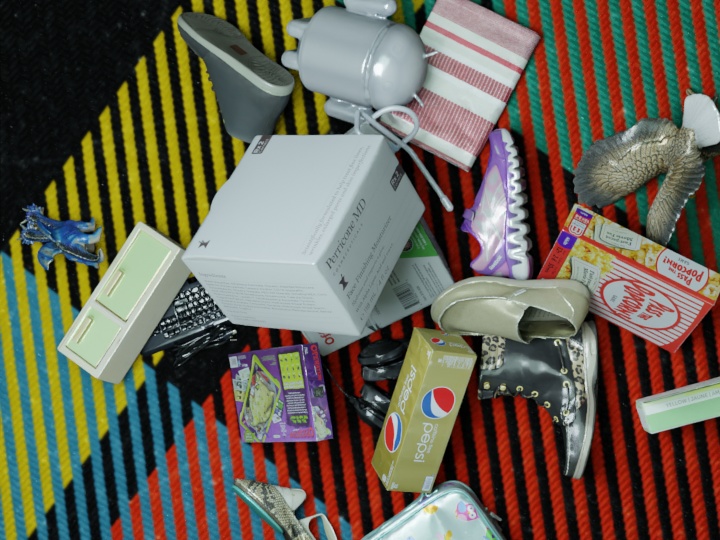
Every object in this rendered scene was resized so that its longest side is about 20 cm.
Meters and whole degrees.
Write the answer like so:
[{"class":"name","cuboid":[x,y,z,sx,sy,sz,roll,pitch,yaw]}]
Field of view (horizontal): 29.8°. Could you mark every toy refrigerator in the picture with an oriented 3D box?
[{"class":"toy refrigerator","cuboid":[-0.304,0.042,1.772,0.076,0.070,0.200,33,90,21]}]

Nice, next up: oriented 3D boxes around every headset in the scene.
[{"class":"headset","cuboid":[0.025,0.148,1.728,0.200,0.094,0.124,7,97,-7]}]

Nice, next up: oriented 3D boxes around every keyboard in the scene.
[{"class":"keyboard","cuboid":[-0.208,0.057,1.789,0.200,0.040,0.104,-22,86,7]}]

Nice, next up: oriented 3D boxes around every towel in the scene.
[{"class":"towel","cuboid":[0.126,-0.248,1.763,0.144,0.023,0.200,28,93,6]}]

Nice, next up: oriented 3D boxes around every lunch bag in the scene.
[{"class":"lunch bag","cuboid":[0.093,0.369,1.730,0.200,0.077,0.161,-35,84,5]}]

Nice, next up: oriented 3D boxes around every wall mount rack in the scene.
[{"class":"wall mount rack","cuboid":[0.014,-0.113,1.729,0.174,0.075,0.200,35,125,-31]}]

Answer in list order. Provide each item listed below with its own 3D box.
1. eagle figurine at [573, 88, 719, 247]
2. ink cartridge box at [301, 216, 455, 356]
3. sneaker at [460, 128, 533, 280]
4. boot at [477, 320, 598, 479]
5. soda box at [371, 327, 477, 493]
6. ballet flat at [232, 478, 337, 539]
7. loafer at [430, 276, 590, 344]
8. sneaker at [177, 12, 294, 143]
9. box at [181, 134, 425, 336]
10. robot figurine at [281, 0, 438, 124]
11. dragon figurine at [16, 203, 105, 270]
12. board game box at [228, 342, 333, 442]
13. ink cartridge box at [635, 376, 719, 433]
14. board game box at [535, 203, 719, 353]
[{"class":"eagle figurine","cuboid":[0.381,-0.121,1.681,0.200,0.152,0.151,-36,106,0]},{"class":"ink cartridge box","cuboid":[0.000,0.000,1.706,0.200,0.083,0.147,-26,130,6]},{"class":"sneaker","cuboid":[0.170,-0.080,1.730,0.088,0.080,0.201,-4,90,14]},{"class":"boot","cuboid":[0.224,0.159,1.719,0.150,0.073,0.200,4,86,6]},{"class":"soda box","cuboid":[0.077,0.174,1.686,0.064,0.068,0.200,9,111,-23]},{"class":"ballet flat","cuboid":[-0.082,0.335,1.764,0.075,0.068,0.200,-37,91,-17]},{"class":"loafer","cuboid":[0.185,0.052,1.680,0.200,0.068,0.076,-6,131,11]},{"class":"sneaker","cuboid":[-0.180,-0.251,1.774,0.200,0.075,0.106,42,127,24]},{"class":"box","cuboid":[-0.064,-0.045,1.580,0.200,0.131,0.199,4,53,36]},{"class":"robot figurine","cuboid":[0.001,-0.269,1.719,0.200,0.113,0.170,20,115,21]},{"class":"dragon figurine","cuboid":[-0.390,-0.036,1.762,0.099,0.200,0.059,-1,111,-21]},{"class":"board game box","cuboid":[-0.104,0.157,1.710,0.032,0.200,0.120,-3,86,-33]},{"class":"ink cartridge box","cuboid":[0.413,0.158,1.633,0.145,0.200,0.048,-16,85,6]},{"class":"board game box","cuboid":[0.328,0.012,1.670,0.200,0.152,0.046,26,64,7]}]
